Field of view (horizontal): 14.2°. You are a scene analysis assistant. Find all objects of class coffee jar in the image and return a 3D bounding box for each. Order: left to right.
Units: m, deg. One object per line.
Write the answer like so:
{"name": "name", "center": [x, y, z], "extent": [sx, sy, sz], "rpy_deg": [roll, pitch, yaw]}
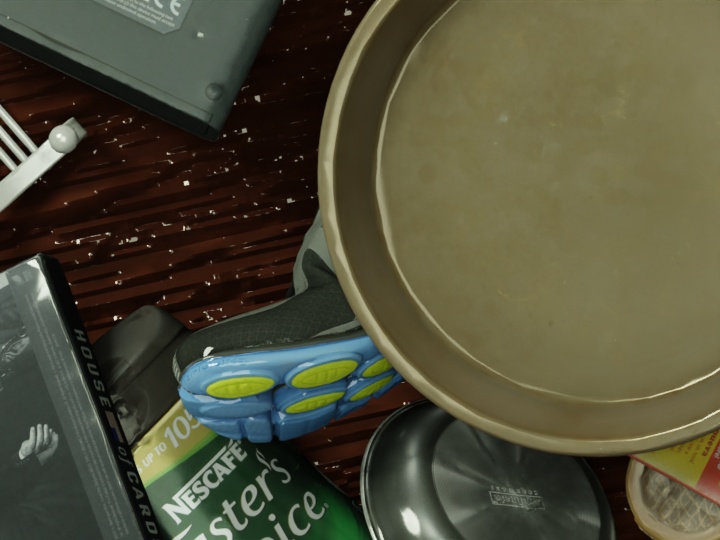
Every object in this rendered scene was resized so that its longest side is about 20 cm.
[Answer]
{"name": "coffee jar", "center": [-0.046, 0.111, 1.123], "extent": [0.200, 0.085, 0.104], "rpy_deg": [44, 79, -3]}

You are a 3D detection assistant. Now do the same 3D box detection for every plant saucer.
{"name": "plant saucer", "center": [0.084, -0.034, 1.031], "extent": [0.200, 0.029, 0.200], "rpy_deg": [1, 96, 13]}

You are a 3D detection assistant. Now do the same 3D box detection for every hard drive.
{"name": "hard drive", "center": [-0.076, -0.169, 1.115], "extent": [0.139, 0.033, 0.200], "rpy_deg": [25, 79, -3]}

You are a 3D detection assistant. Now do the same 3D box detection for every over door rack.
{"name": "over door rack", "center": [-0.227, -0.038, 1.123], "extent": [0.200, 0.067, 0.148], "rpy_deg": [-42, 92, 1]}

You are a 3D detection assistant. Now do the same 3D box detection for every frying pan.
{"name": "frying pan", "center": [0.048, 0.120, 1.096], "extent": [0.115, 0.190, 0.031], "rpy_deg": [26, 134, -13]}

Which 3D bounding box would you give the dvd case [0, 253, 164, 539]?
{"name": "dvd case", "center": [-0.176, 0.103, 1.078], "extent": [0.200, 0.025, 0.150], "rpy_deg": [-26, 74, 14]}

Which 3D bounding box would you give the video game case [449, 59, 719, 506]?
{"name": "video game case", "center": [0.146, 0.013, 1.045], "extent": [0.200, 0.017, 0.143], "rpy_deg": [29, 98, 14]}

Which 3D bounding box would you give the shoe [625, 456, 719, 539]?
{"name": "shoe", "center": [0.168, 0.017, 1.078], "extent": [0.070, 0.053, 0.200], "rpy_deg": [39, 100, 17]}

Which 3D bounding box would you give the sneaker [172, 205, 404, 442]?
{"name": "sneaker", "center": [0.000, 0.000, 1.104], "extent": [0.200, 0.071, 0.083], "rpy_deg": [-33, 77, -34]}
